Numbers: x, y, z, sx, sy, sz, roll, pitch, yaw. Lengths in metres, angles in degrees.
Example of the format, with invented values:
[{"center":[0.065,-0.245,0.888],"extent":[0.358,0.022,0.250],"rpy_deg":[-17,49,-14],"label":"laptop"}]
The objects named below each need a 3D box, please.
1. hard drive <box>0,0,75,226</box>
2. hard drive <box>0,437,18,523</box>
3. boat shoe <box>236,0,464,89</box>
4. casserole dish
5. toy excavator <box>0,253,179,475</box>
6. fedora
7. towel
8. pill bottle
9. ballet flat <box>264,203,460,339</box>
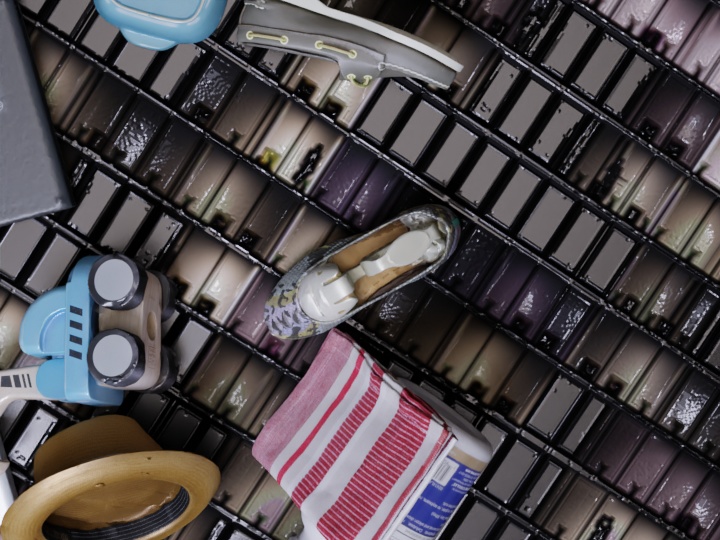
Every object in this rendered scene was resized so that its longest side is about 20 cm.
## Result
[{"center":[-0.347,-0.134,1.165],"extent":[0.139,0.033,0.201],"rpy_deg":[-15,97,-2],"label":"hard drive"},{"center":[-0.398,0.146,1.197],"extent":[0.131,0.026,0.201],"rpy_deg":[-15,96,-2],"label":"hard drive"},{"center":[-0.010,-0.196,1.160],"extent":[0.201,0.072,0.060],"rpy_deg":[21,96,1],"label":"boat shoe"},{"center":[-0.167,-0.294,1.156],"extent":[0.121,0.039,0.201],"rpy_deg":[14,96,-4],"label":"casserole dish"},{"center":[-0.269,0.086,1.159],"extent":[0.199,0.100,0.195],"rpy_deg":[-3,80,13],"label":"toy excavator"},{"center":[-0.223,0.183,1.158],"extent":[0.200,0.201,0.082],"rpy_deg":[-24,60,-1],"label":"fedora"},{"center":[-0.012,0.149,1.143],"extent":[0.023,0.200,0.144],"rpy_deg":[31,94,-38],"label":"towel"},{"center":[0.018,0.206,1.182],"extent":[0.116,0.116,0.200],"rpy_deg":[36,93,-6],"label":"pill bottle"},{"center":[0.000,0.000,1.182],"extent":[0.200,0.072,0.072],"rpy_deg":[-30,97,1],"label":"ballet flat"}]
